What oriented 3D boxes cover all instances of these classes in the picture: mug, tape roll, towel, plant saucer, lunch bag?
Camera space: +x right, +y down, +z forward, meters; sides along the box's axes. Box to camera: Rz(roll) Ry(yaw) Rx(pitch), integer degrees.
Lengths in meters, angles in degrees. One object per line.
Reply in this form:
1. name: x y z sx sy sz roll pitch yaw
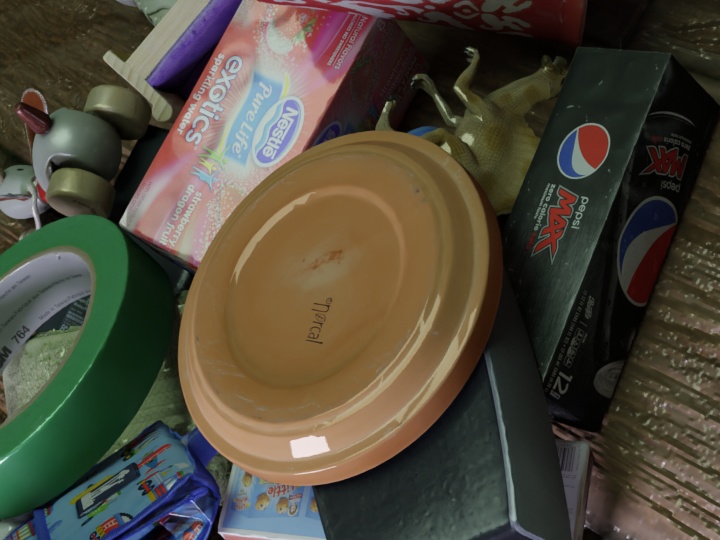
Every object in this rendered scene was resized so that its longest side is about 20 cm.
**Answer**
1. mug: 0.039 -0.199 0.966 0.197 0.178 0.135 4 73 5
2. tape roll: -0.208 0.058 1.017 0.199 0.048 0.202 -27 38 24
3. towel: -0.165 0.102 1.057 0.198 0.036 0.150 -15 82 34
4. plant saucer: -0.018 0.014 0.849 0.199 0.032 0.202 -18 55 28
5. lunch bag: -0.151 0.171 0.920 0.200 0.094 0.150 -46 13 -8

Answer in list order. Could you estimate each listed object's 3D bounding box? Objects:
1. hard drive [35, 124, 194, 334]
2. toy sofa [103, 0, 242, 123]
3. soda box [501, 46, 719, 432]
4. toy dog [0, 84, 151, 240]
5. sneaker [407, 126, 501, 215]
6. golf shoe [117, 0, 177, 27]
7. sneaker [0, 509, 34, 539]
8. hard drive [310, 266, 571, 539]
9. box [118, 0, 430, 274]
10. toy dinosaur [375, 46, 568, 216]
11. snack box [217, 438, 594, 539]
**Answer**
1. hard drive: -0.155 -0.001 1.148 0.139 0.033 0.202 20 81 47
2. toy sofa: -0.076 -0.186 1.116 0.097 0.083 0.200 42 97 2
3. soda box: 0.125 -0.019 0.878 0.070 0.063 0.202 13 76 45
4. toy dog: -0.244 -0.083 1.202 0.199 0.096 0.133 -35 36 38
5. sneaker: 0.000 0.000 0.966 0.200 0.070 0.078 -46 42 1
6. golf shoe: -0.141 -0.205 1.230 0.199 0.075 0.092 11 77 47
7. sneaker: -0.242 0.173 1.052 0.201 0.077 0.092 -52 57 26
8. hard drive: 0.028 0.073 0.831 0.134 0.042 0.202 -27 53 21
9. box: -0.053 -0.082 1.039 0.102 0.095 0.201 27 85 27
10. toy dinosaur: 0.056 -0.057 0.911 0.100 0.058 0.201 24 74 9
11. snack box: 0.023 0.121 0.863 0.198 0.024 0.073 3 64 19
